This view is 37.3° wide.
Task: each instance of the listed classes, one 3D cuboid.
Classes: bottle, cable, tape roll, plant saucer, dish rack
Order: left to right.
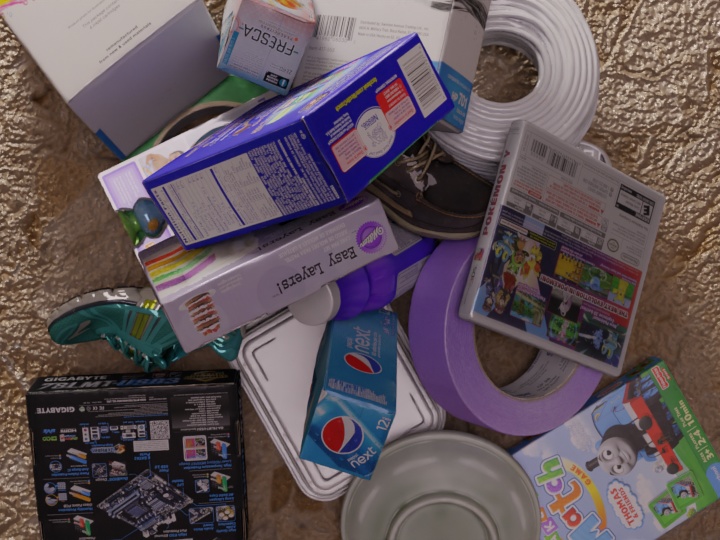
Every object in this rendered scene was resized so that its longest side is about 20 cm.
[{"bbox_3d":[-0.132,-0.087,1.039,0.198,0.048,0.203,0,90,-4],"label":"tape roll"},{"bbox_3d":[-0.022,0.113,1.051,0.171,0.044,0.201,-30,93,-4],"label":"dish rack"},{"bbox_3d":[0.000,0.000,0.972,0.083,0.200,0.066,12,110,23],"label":"bottle"},{"bbox_3d":[0.078,0.255,1.028,0.197,0.050,0.203,0,106,1],"label":"plant saucer"},{"bbox_3d":[0.134,-0.187,1.022,0.200,0.069,0.200,-41,80,-10],"label":"cable"},{"bbox_3d":[0.145,0.051,1.013,0.198,0.065,0.203,-2,93,-30],"label":"tape roll"}]

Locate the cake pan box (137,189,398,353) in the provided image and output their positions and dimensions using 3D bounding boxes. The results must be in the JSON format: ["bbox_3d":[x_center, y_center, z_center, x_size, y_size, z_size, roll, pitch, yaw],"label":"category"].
[{"bbox_3d":[-0.081,-0.018,0.896,0.198,0.184,0.053,-26,112,-9],"label":"cake pan box"}]

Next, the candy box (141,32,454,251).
[{"bbox_3d":[-0.051,-0.101,0.864,0.169,0.199,0.078,-44,112,-42],"label":"candy box"}]

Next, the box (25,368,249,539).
[{"bbox_3d":[-0.208,0.198,1.016,0.197,0.050,0.201,-3,105,-3],"label":"box"}]

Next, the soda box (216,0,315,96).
[{"bbox_3d":[-0.083,-0.221,0.927,0.063,0.201,0.069,19,113,-14],"label":"soda box"}]

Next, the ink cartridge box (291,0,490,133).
[{"bbox_3d":[0.035,-0.236,0.954,0.145,0.086,0.202,13,88,29],"label":"ink cartridge box"}]

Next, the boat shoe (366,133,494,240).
[{"bbox_3d":[0.045,-0.089,0.993,0.198,0.074,0.075,20,55,29],"label":"boat shoe"}]

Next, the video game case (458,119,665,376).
[{"bbox_3d":[0.190,-0.016,0.981,0.199,0.023,0.184,21,81,-33],"label":"video game case"}]

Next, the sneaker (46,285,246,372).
[{"bbox_3d":[-0.204,0.056,1.002,0.198,0.077,0.081,-4,79,12],"label":"sneaker"}]

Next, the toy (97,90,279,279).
[{"bbox_3d":[-0.132,-0.082,0.992,0.198,0.047,0.116,-27,93,-3],"label":"toy"}]

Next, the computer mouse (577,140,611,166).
[{"bbox_3d":[0.150,-0.098,1.064,0.197,0.044,0.111,9,85,2],"label":"computer mouse"}]

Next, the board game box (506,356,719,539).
[{"bbox_3d":[0.254,0.205,1.074,0.199,0.037,0.152,-31,93,-3],"label":"board game box"}]

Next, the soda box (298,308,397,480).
[{"bbox_3d":[-0.007,0.094,0.926,0.063,0.200,0.068,18,111,-4],"label":"soda box"}]

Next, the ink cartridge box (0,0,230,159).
[{"bbox_3d":[-0.238,-0.237,0.958,0.144,0.147,0.200,-39,76,-3],"label":"ink cartridge box"}]
